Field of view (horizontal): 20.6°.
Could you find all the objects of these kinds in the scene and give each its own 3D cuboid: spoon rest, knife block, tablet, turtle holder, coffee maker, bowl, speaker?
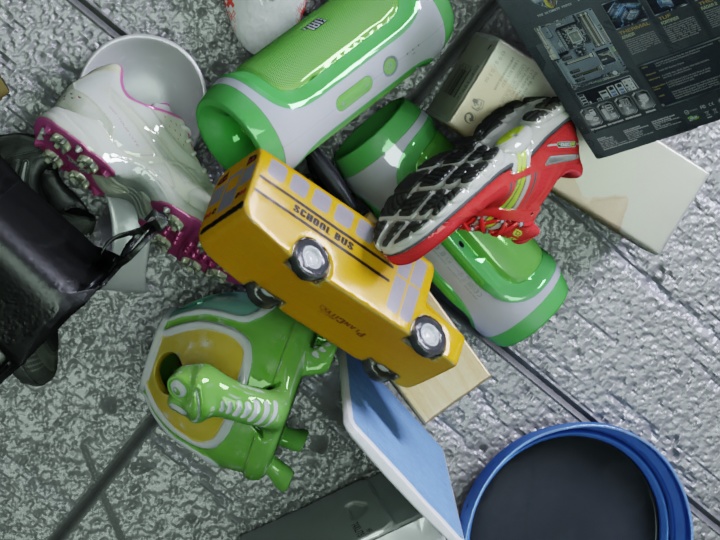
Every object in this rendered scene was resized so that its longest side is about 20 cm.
[{"bbox_3d":[-0.169,-0.078,1.496,0.099,0.061,0.200,3,99,-10],"label":"spoon rest"},{"bbox_3d":[0.000,0.000,1.484,0.064,0.200,0.176,-36,132,-2],"label":"knife block"},{"bbox_3d":[0.027,0.129,1.491,0.014,0.200,0.130,-40,103,9],"label":"tablet"},{"bbox_3d":[-0.097,0.090,1.476,0.132,0.186,0.141,20,125,1],"label":"turtle holder"},{"bbox_3d":[-0.273,-0.040,1.392,0.192,0.135,0.200,-45,97,-6],"label":"coffee maker"},{"bbox_3d":[0.171,0.219,1.602,0.200,0.039,0.201,-2,97,-17],"label":"bowl"},{"bbox_3d":[-0.024,-0.148,1.458,0.200,0.088,0.088,-40,104,-26],"label":"speaker"},{"bbox_3d":[0.071,-0.036,1.531,0.088,0.088,0.200,-42,103,-1],"label":"speaker"}]

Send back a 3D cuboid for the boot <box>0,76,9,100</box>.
[{"bbox_3d":[-0.385,-0.134,1.452,0.200,0.066,0.175,-43,93,-1],"label":"boot"}]

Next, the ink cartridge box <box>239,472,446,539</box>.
[{"bbox_3d":[0.015,0.282,1.540,0.146,0.147,0.200,-24,101,-5],"label":"ink cartridge box"}]

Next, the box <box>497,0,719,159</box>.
[{"bbox_3d":[0.217,-0.176,1.381,0.200,0.051,0.158,-18,121,33],"label":"box"}]

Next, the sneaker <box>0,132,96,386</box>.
[{"bbox_3d":[-0.239,-0.011,1.481,0.090,0.066,0.200,-6,99,14],"label":"sneaker"}]

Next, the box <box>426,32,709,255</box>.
[{"bbox_3d":[0.160,-0.099,1.533,0.200,0.095,0.078,31,94,-12],"label":"box"}]

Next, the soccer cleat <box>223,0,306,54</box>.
[{"bbox_3d":[-0.064,-0.259,1.472,0.069,0.085,0.200,6,98,-11],"label":"soccer cleat"}]

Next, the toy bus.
[{"bbox_3d":[-0.016,0.003,1.400,0.200,0.065,0.078,33,51,-23],"label":"toy bus"}]

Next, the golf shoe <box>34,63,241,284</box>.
[{"bbox_3d":[-0.139,-0.071,1.446,0.200,0.075,0.092,40,62,-16],"label":"golf shoe"}]

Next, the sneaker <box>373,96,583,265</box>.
[{"bbox_3d":[0.095,-0.051,1.417,0.200,0.077,0.085,-36,113,-31],"label":"sneaker"}]
